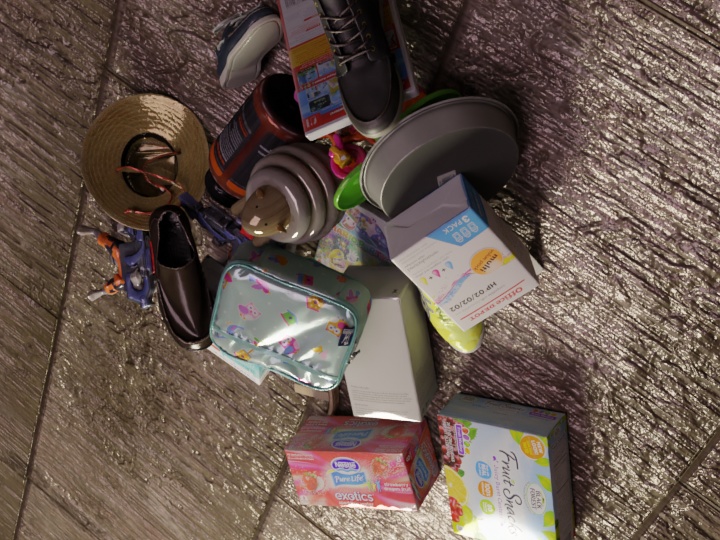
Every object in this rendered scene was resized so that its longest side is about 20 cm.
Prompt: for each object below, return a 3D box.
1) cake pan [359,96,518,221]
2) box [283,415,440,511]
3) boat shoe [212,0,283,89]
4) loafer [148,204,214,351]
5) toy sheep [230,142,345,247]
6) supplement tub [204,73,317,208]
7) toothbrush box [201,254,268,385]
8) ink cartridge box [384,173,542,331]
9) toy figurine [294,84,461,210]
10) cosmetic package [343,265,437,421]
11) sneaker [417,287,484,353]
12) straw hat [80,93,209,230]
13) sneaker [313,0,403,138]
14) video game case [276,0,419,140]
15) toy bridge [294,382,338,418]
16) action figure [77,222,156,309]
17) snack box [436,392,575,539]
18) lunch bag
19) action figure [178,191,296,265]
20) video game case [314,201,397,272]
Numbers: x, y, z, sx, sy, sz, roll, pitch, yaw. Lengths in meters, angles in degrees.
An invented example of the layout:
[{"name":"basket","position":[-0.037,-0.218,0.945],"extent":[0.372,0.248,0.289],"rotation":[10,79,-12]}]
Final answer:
[{"name":"cake pan","position":[0.098,-0.119,1.329],"extent":[0.201,0.199,0.037],"rotation":[-54,47,42]},{"name":"box","position":[0.003,0.278,1.670],"extent":[0.198,0.095,0.103],"rotation":[-2,115,28]},{"name":"boat shoe","position":[-0.148,-0.295,1.460],"extent":[0.062,0.074,0.200],"rotation":[68,164,5]},{"name":"loafer","position":[-0.241,0.009,1.505],"extent":[0.071,0.072,0.202],"rotation":[130,122,-83]},{"name":"toy sheep","position":[-0.076,-0.097,1.432],"extent":[0.137,0.200,0.139],"rotation":[21,130,27]},{"name":"supplement tub","position":[-0.135,-0.165,1.527],"extent":[0.107,0.107,0.200],"rotation":[49,133,2]},{"name":"toothbrush box","position":[-0.180,0.075,1.639],"extent":[0.146,0.086,0.200],"rotation":[34,166,4]},{"name":"ink cartridge box","position":[0.133,-0.007,1.364],"extent":[0.115,0.068,0.200],"rotation":[-33,129,19]},{"name":"toy figurine","position":[-0.008,-0.202,1.385],"extent":[0.184,0.200,0.150],"rotation":[48,175,20]},{"name":"cosmetic package","position":[0.033,0.099,1.549],"extent":[0.107,0.085,0.202],"rotation":[3,121,22]},{"name":"sneaker","position":[0.101,0.022,1.471],"extent":[0.075,0.076,0.201],"rotation":[-21,105,18]},{"name":"straw hat","position":[-0.305,-0.149,1.671],"extent":[0.201,0.201,0.085],"rotation":[43,175,8]},{"name":"sneaker","position":[-0.013,-0.248,1.257],"extent":[0.074,0.106,0.202],"rotation":[-19,66,18]},{"name":"video game case","position":[-0.018,-0.265,1.337],"extent":[0.142,0.017,0.202],"rotation":[-20,66,18]},{"name":"toy bridge","position":[-0.066,0.177,1.726],"extent":[0.067,0.027,0.202],"rotation":[13,122,27]},{"name":"action figure","position":[-0.346,-0.042,1.776],"extent":[0.192,0.104,0.202],"rotation":[-1,89,29]},{"name":"snack box","position":[0.201,0.280,1.562],"extent":[0.167,0.068,0.202],"rotation":[9,121,33]},{"name":"lunch bag","position":[-0.090,0.064,1.471],"extent":[0.199,0.077,0.161],"rotation":[23,122,4]},{"name":"action figure","position":[-0.151,-0.049,1.567],"extent":[0.200,0.105,0.194],"rotation":[41,151,7]},{"name":"video game case","position":[0.000,0.000,1.583],"extent":[0.143,0.018,0.201],"rotation":[33,130,18]}]
